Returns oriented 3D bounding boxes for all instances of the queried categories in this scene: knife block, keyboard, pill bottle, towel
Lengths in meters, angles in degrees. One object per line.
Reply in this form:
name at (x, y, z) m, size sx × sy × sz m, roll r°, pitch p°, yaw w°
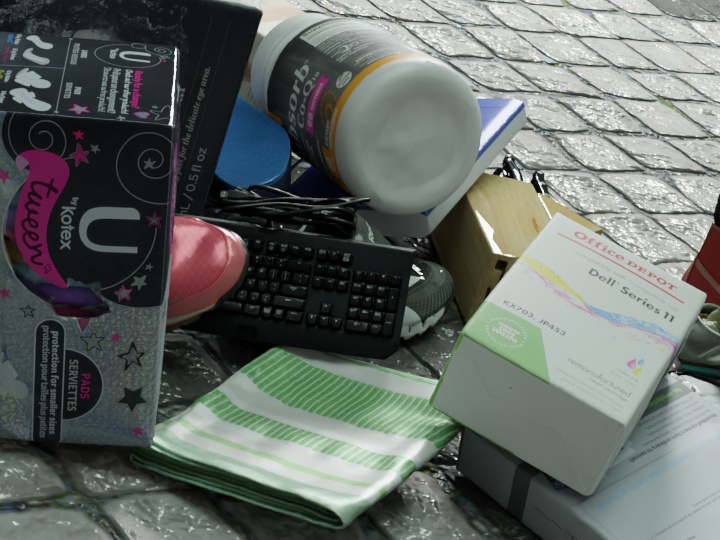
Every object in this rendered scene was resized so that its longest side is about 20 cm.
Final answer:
knife block at (0.088, -0.037, 1.571) m, size 0.175 × 0.064 × 0.199 m, roll 30°, pitch 26°, yaw 26°
keyboard at (-0.066, -0.009, 1.301) m, size 0.198 × 0.105 × 0.040 m, roll 8°, pitch -13°, yaw 9°
pill bottle at (-0.002, -0.123, 1.499) m, size 0.116 × 0.117 × 0.200 m, roll 5°, pitch 16°, yaw -28°
towel at (-0.030, 0.093, 1.216) m, size 0.151 × 0.024 × 0.200 m, roll 15°, pitch 21°, yaw 24°

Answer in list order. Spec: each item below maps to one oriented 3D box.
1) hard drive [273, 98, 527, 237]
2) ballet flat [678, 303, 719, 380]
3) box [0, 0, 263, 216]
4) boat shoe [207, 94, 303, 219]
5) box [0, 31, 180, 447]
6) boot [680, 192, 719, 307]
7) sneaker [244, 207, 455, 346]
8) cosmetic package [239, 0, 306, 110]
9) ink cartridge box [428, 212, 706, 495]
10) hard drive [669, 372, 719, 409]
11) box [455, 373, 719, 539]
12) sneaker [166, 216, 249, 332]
hard drive at (0.033, -0.084, 1.570) m, size 0.131 × 0.026 × 0.200 m, roll 3°, pitch 29°, yaw 27°
ballet flat at (0.284, 0.058, 1.438) m, size 0.067 × 0.064 × 0.200 m, roll 18°, pitch 2°, yaw -19°
box at (-0.194, -0.131, 1.397) m, size 0.198 × 0.198 × 0.118 m, roll 9°, pitch 26°, yaw -20°
boat shoe at (-0.088, -0.079, 1.510) m, size 0.083 × 0.069 × 0.200 m, roll -9°, pitch 25°, yaw -9°
box at (-0.162, -0.017, 1.149) m, size 0.114 × 0.202 × 0.132 m, roll 3°, pitch 26°, yaw -6°
boot at (0.333, 0.025, 1.522) m, size 0.200 × 0.145 × 0.072 m, roll 36°, pitch 27°, yaw 31°
sneaker at (0.000, 0.000, 1.391) m, size 0.199 × 0.091 × 0.066 m, roll -5°, pitch 34°, yaw -43°
cosmetic package at (-0.104, -0.190, 1.728) m, size 0.199 × 0.088 × 0.103 m, roll 32°, pitch 28°, yaw 27°
ink cartridge box at (0.140, 0.039, 1.275) m, size 0.117 × 0.068 × 0.200 m, roll 29°, pitch 38°, yaw 11°
hard drive at (0.298, 0.142, 1.376) m, size 0.199 × 0.038 × 0.140 m, roll 21°, pitch 24°, yaw 2°
box at (0.183, 0.135, 1.255) m, size 0.155 × 0.041 × 0.200 m, roll -23°, pitch 44°, yaw -36°
sneaker at (-0.169, -0.013, 1.251) m, size 0.198 × 0.087 × 0.074 m, roll 5°, pitch 65°, yaw 4°
